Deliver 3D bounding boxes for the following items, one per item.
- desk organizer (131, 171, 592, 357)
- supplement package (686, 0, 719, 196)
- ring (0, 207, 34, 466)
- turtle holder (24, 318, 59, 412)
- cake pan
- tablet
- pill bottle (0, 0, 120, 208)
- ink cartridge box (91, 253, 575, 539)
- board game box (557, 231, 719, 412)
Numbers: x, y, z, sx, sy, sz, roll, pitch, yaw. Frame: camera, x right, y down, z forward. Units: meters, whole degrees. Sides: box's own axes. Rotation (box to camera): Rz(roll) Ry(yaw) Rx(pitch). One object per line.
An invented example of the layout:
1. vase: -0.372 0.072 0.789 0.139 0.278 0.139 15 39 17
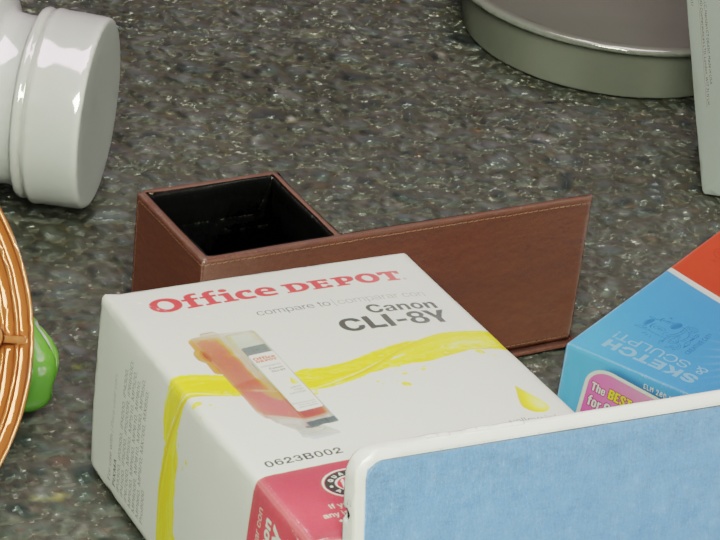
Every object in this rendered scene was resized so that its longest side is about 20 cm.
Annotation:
1. desk organizer: 0.000 0.000 1.221 0.199 0.077 0.072 -10 33 -28
2. supplement package: 0.299 -0.118 1.376 0.191 0.148 0.199 -18 18 -37
3. ring: -0.221 0.025 1.028 0.199 0.202 0.019 5 -7 -3
4. turtle holder: -0.219 -0.003 1.119 0.184 0.142 0.132 -4 9 1
5. cake pan: 0.145 -0.150 1.569 0.199 0.037 0.201 5 29 -3
6. tablet: 0.084 0.109 0.987 0.199 0.131 0.014 -8 20 -25
7. pill bottle: -0.218 -0.090 1.291 0.199 0.120 0.120 9 28 4
8. ink cartridge box: -0.003 0.078 1.064 0.144 0.084 0.200 -7 29 -26
9. board game box: 0.207 0.057 1.201 0.199 0.041 0.153 23 32 26
